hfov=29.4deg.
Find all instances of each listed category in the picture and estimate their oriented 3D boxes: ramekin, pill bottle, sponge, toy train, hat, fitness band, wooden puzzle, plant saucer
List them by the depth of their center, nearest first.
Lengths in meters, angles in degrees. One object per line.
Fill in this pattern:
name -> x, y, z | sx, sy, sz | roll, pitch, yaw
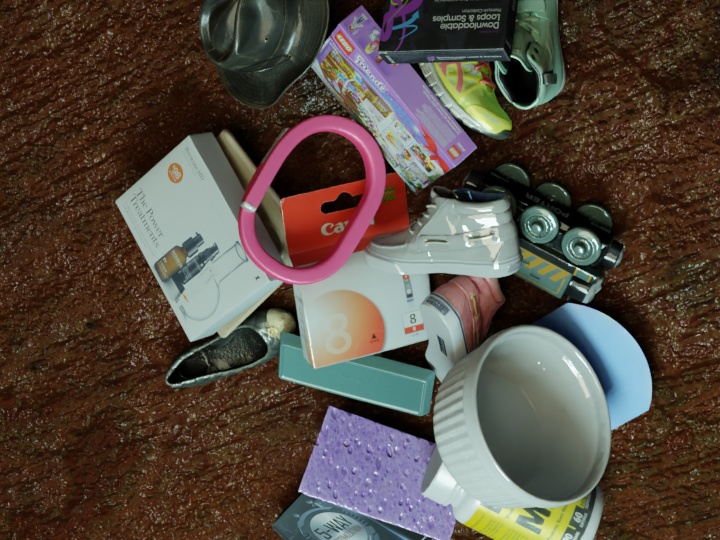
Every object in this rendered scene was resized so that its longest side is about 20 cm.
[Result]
ramekin -> 0.173, 0.170, 1.531 | 0.201, 0.200, 0.105 | 55, 141, -6
hat -> -0.130, -0.286, 1.546 | 0.199, 0.080, 0.203 | 0, 91, 44
toy train -> 0.197, -0.039, 1.560 | 0.198, 0.085, 0.115 | 27, 127, 6
fitness band -> -0.054, -0.082, 1.567 | 0.143, 0.037, 0.201 | 33, 81, -13
pill bottle -> 0.179, 0.266, 1.635 | 0.198, 0.115, 0.115 | 26, 116, -4
plant saucer -> -0.009, 0.129, 1.675 | 0.198, 0.019, 0.071 | 13, 129, 10
wooden puzzle -> -0.160, -0.046, 1.687 | 0.200, 0.046, 0.186 | -43, 80, 31
sponge -> 0.033, 0.251, 1.691 | 0.198, 0.030, 0.113 | 20, 82, -3

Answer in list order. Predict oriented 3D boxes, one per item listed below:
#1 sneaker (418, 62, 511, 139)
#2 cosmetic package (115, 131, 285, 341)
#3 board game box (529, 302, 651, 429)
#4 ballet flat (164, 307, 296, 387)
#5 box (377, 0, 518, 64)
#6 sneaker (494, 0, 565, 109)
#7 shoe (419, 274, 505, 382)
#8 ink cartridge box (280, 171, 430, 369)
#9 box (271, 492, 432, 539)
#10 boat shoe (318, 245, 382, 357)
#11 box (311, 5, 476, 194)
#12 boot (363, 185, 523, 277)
sneaker -> 0.113, -0.232, 1.495 | 0.090, 0.078, 0.201 | -39, 72, 18
cosmetic package -> -0.191, -0.040, 1.644 | 0.150, 0.052, 0.201 | -35, 80, 30
board game box -> 0.244, 0.123, 1.620 | 0.199, 0.039, 0.159 | -34, 96, 26
ballet flat -> -0.163, 0.106, 1.746 | 0.199, 0.057, 0.067 | -28, 99, 25
box -> 0.100, -0.317, 1.449 | 0.141, 0.036, 0.203 | 3, 74, 25
sneaker -> 0.170, -0.271, 1.460 | 0.073, 0.118, 0.203 | -11, 104, 23
shoe -> 0.127, 0.070, 1.611 | 0.071, 0.091, 0.201 | 39, 160, 30
ink cartridge box -> 0.000, 0.000, 1.611 | 0.160, 0.050, 0.202 | -14, 111, -16
box -> 0.005, 0.316, 1.770 | 0.160, 0.044, 0.200 | 43, 116, 0
boat shoe -> -0.021, 0.058, 1.675 | 0.072, 0.063, 0.203 | -1, 108, 20
box -> 0.033, -0.187, 1.538 | 0.201, 0.039, 0.137 | 51, 161, -4
boot -> 0.087, -0.050, 1.532 | 0.198, 0.073, 0.097 | 2, 113, 31
